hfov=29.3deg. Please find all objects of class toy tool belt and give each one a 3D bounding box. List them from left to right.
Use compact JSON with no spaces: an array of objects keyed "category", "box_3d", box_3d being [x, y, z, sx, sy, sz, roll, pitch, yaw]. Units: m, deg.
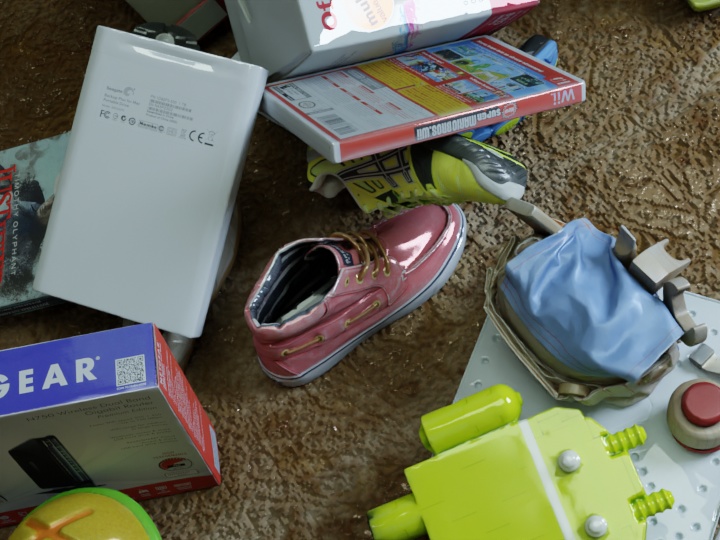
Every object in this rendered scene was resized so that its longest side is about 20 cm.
[{"category":"toy tool belt","box_3d":[0.175,0.035,0.938,0.125,0.123,0.200,-43,64,-14]}]

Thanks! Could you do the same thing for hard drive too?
[{"category":"hard drive","box_3d":[-0.155,-0.065,1.011,0.131,0.026,0.201,16,94,12]}]

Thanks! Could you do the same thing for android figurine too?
[{"category":"android figurine","box_3d":[0.109,0.168,0.927,0.199,0.041,0.183,-22,74,10]}]

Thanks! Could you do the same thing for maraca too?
[{"category":"maraca","box_3d":[-0.188,0.244,0.920,0.136,0.107,0.201,-12,65,18]}]

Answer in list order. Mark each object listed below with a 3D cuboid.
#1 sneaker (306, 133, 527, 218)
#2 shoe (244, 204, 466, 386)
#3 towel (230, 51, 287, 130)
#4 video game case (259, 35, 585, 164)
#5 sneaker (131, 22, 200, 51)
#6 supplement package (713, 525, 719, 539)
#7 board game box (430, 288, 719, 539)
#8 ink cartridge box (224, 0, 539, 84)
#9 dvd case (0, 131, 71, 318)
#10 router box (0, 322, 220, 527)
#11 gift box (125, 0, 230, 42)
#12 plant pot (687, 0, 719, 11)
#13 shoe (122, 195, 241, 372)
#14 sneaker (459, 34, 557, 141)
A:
[{"category":"sneaker","box_3d":[0.039,-0.071,1.014,0.199,0.075,0.077,21,94,44]},{"category":"shoe","box_3d":[0.000,0.000,1.031,0.200,0.091,0.071,-39,64,-13]},{"category":"towel","box_3d":[-0.013,-0.197,1.179,0.147,0.024,0.200,34,71,22]},{"category":"video game case","box_3d":[0.041,-0.128,0.999,0.199,0.018,0.143,-16,28,-20]},{"category":"sneaker","box_3d":[-0.162,-0.104,1.111,0.078,0.091,0.201,10,49,-11]},{"category":"supplement package","box_3d":[0.282,0.262,0.831,0.199,0.120,0.122,26,67,20]},{"category":"board game box","box_3d":[0.174,0.096,0.991,0.199,0.026,0.201,17,66,17]},{"category":"ink cartridge box","box_3d":[0.004,-0.236,1.066,0.199,0.145,0.146,-17,91,-23]},{"category":"dvd case","box_3d":[-0.288,-0.030,1.102,0.199,0.022,0.147,-12,63,16]},{"category":"router box","box_3d":[-0.214,0.114,0.952,0.199,0.180,0.049,-11,60,3]},{"category":"gift box","box_3d":[-0.147,-0.315,1.165,0.200,0.187,0.185,-34,59,6]},{"category":"plant pot","box_3d":[0.323,-0.336,1.113,0.198,0.182,0.201,-17,60,-1]},{"category":"shoe","box_3d":[-0.140,-0.003,1.075,0.069,0.053,0.201,7,63,12]},{"category":"sneaker","box_3d":[0.073,-0.136,1.105,0.199,0.071,0.083,-32,68,-6]}]
